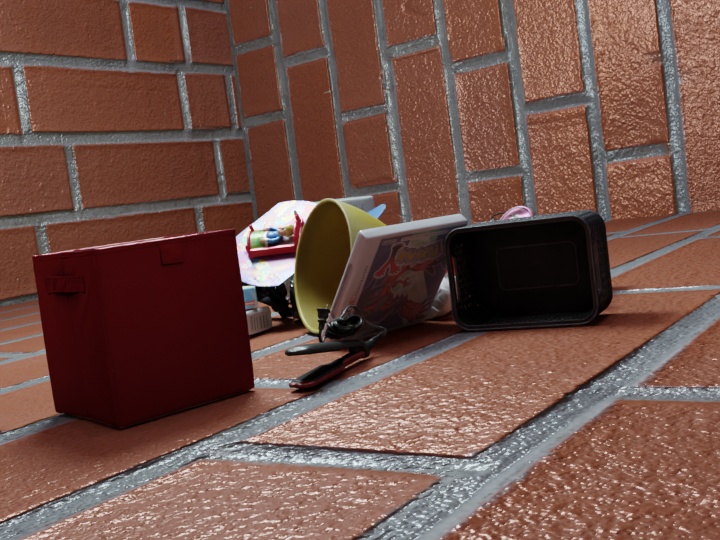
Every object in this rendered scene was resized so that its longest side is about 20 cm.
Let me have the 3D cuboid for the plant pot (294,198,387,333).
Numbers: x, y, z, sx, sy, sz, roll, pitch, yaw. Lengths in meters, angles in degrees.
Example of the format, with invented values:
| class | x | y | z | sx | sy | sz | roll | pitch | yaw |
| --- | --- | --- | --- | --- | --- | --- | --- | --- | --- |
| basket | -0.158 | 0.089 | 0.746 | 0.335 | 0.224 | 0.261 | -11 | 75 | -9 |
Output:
| class | x | y | z | sx | sy | sz | roll | pitch | yaw |
| --- | --- | --- | --- | --- | --- | --- | --- | --- | --- |
| plant pot | 0.000 | 0.000 | 1.384 | 0.140 | 0.204 | 0.199 | 6 | -3 | -29 |

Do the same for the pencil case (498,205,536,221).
| class | x | y | z | sx | sy | sz | roll | pitch | yaw |
| --- | --- | --- | --- | --- | --- | --- | --- | --- | --- |
| pencil case | 0.294 | -0.031 | 1.384 | 0.198 | 0.084 | 0.087 | 21 | -56 | -35 |

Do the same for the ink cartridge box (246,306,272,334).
| class | x | y | z | sx | sy | sz | roll | pitch | yaw |
| --- | --- | --- | --- | --- | --- | --- | --- | --- | --- |
| ink cartridge box | -0.273 | 0.099 | 1.437 | 0.197 | 0.041 | 0.199 | -7 | 3 | 26 |

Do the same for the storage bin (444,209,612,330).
| class | x | y | z | sx | sy | sz | roll | pitch | yaw |
| --- | --- | --- | --- | --- | --- | --- | --- | --- | --- |
| storage bin | 0.222 | 0.000 | 1.190 | 0.197 | 0.138 | 0.093 | -5 | 5 | 28 |

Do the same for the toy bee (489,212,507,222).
| class | x | y | z | sx | sy | sz | roll | pitch | yaw |
| --- | --- | --- | --- | --- | --- | --- | --- | --- | --- |
| toy bee | 0.284 | -0.006 | 1.555 | 0.128 | 0.110 | 0.201 | 1 | 31 | 9 |

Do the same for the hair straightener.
| class | x | y | z | sx | sy | sz | roll | pitch | yaw |
| --- | --- | --- | --- | --- | --- | --- | --- | --- | --- |
| hair straightener | -0.023 | 0.077 | 1.036 | 0.040 | 0.079 | 0.199 | -7 | 4 | 32 |

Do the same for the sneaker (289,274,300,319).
| class | x | y | z | sx | sy | sz | roll | pitch | yaw |
| --- | --- | --- | --- | --- | --- | --- | --- | --- | --- |
| sneaker | -0.064 | 0.039 | 1.618 | 0.085 | 0.079 | 0.200 | -2 | 6 | 21 |

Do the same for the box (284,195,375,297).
| class | x | y | z | sx | sy | sz | roll | pitch | yaw |
| --- | --- | --- | --- | --- | --- | --- | --- | --- | --- |
| box | -0.067 | -0.042 | 1.825 | 0.168 | 0.204 | 0.199 | -7 | 4 | -17 |

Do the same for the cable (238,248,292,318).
| class | x | y | z | sx | sy | sz | roll | pitch | yaw |
| --- | --- | --- | --- | --- | --- | --- | --- | --- | --- |
| cable | -0.197 | 0.013 | 1.604 | 0.198 | 0.051 | 0.163 | 29 | -13 | 27 |

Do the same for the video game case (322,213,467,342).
| class | x | y | z | sx | sy | sz | roll | pitch | yaw |
| --- | --- | --- | --- | --- | --- | --- | --- | --- | --- |
| video game case | 0.047 | 0.014 | 1.232 | 0.198 | 0.184 | 0.023 | -12 | 44 | -42 |

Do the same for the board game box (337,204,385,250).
| class | x | y | z | sx | sy | sz | roll | pitch | yaw |
| --- | --- | --- | --- | --- | --- | --- | --- | --- | --- |
| board game box | -0.026 | -0.041 | 1.557 | 0.198 | 0.039 | 0.158 | -26 | 15 | 40 |

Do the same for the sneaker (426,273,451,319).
| class | x | y | z | sx | sy | sz | roll | pitch | yaw |
| --- | --- | --- | --- | --- | --- | --- | --- | --- | --- |
| sneaker | 0.125 | 0.029 | 1.416 | 0.097 | 0.080 | 0.200 | -5 | 5 | -12 |

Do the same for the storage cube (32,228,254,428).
| class | x | y | z | sx | sy | sz | roll | pitch | yaw |
| --- | --- | --- | --- | --- | --- | --- | --- | --- | --- |
| storage cube | -0.239 | 0.057 | 0.999 | 0.198 | 0.183 | 0.169 | -10 | 5 | -41 |

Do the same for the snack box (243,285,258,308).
| class | x | y | z | sx | sy | sz | roll | pitch | yaw |
| --- | --- | --- | --- | --- | --- | --- | --- | --- | --- |
| snack box | -0.249 | 0.051 | 1.515 | 0.114 | 0.038 | 0.200 | -9 | 2 | -18 |

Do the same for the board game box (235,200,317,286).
| class | x | y | z | sx | sy | sz | roll | pitch | yaw |
| --- | --- | --- | --- | --- | --- | --- | --- | --- | --- |
| board game box | -0.139 | -0.062 | 1.506 | 0.199 | 0.039 | 0.157 | -39 | 48 | -20 |
